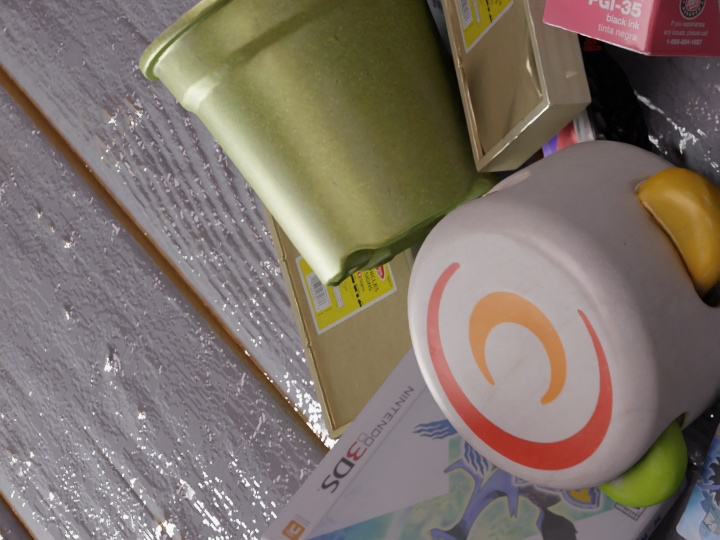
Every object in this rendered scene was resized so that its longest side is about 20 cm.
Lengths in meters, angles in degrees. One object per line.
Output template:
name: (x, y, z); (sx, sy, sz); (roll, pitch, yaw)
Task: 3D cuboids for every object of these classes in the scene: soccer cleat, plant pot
soccer cleat: (0.119, -0.144, 1.600); (0.073, 0.068, 0.201); (-22, 80, 43)
plant pot: (-0.011, -0.099, 1.643); (0.200, 0.200, 0.185); (-33, 84, 41)

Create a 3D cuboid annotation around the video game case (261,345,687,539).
video game case: (0.068, 0.147, 1.591); (0.199, 0.022, 0.183); (31, 72, 27)

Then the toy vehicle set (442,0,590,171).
toy vehicle set: (0.083, -0.174, 1.554); (0.124, 0.026, 0.201); (140, 122, -67)

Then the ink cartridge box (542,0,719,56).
ink cartridge box: (0.193, -0.227, 1.461); (0.083, 0.146, 0.201); (23, 109, 41)

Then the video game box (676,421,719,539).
video game box: (0.288, 0.119, 1.455); (0.200, 0.047, 0.183); (36, 115, 38)

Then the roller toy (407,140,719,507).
roller toy: (0.133, 0.021, 1.527); (0.182, 0.139, 0.201); (22, 127, 35)

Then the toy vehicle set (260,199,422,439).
toy vehicle set: (0.000, 0.000, 1.756); (0.124, 0.026, 0.201); (-28, 72, 43)
